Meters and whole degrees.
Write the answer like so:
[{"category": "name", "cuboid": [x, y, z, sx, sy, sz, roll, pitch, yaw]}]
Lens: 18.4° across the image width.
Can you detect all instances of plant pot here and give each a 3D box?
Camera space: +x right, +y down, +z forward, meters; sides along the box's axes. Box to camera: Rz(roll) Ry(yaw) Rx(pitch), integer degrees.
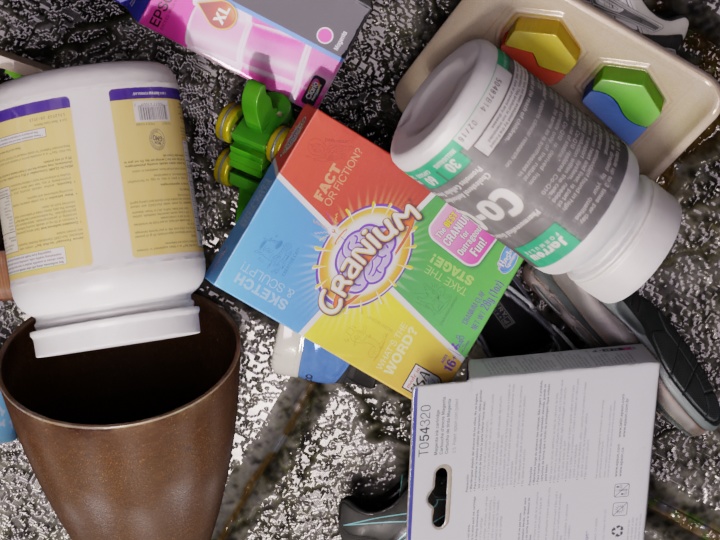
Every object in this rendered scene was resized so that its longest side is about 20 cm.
[{"category": "plant pot", "cuboid": [-0.177, 0.145, 1.734, 0.186, 0.187, 0.200, -4, 123, 1]}]

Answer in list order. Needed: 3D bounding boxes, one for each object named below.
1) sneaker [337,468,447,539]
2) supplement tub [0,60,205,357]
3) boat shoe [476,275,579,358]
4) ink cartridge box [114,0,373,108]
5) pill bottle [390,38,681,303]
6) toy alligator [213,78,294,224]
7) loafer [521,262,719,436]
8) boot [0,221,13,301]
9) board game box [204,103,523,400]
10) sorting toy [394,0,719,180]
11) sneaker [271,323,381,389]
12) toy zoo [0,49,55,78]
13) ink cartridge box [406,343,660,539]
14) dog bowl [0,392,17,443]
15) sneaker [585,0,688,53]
[{"category": "sneaker", "cuboid": [0.077, 0.192, 1.788, 0.200, 0.075, 0.079, -20, 95, -1]}, {"category": "supplement tub", "cuboid": [-0.192, -0.044, 1.628, 0.145, 0.145, 0.201, -8, 88, 3]}, {"category": "boat shoe", "cuboid": [0.141, 0.073, 1.752, 0.072, 0.068, 0.200, -34, 104, 10]}, {"category": "ink cartridge box", "cuboid": [-0.099, -0.207, 1.682, 0.200, 0.037, 0.095, 27, 106, -6]}, {"category": "pill bottle", "cuboid": [0.131, -0.069, 1.619, 0.200, 0.113, 0.113, 35, 105, -17]}, {"category": "toy alligator", "cuboid": [-0.075, -0.072, 1.714, 0.059, 0.054, 0.200, 24, 133, 22]}, {"category": "loafer", "cuboid": [0.207, 0.054, 1.756, 0.063, 0.072, 0.200, -33, 99, 29]}, {"category": "boot", "cuboid": [-0.364, -0.050, 1.700, 0.199, 0.064, 0.187, -4, 105, 7]}, {"category": "board game box", "cuboid": [0.007, -0.008, 1.661, 0.200, 0.040, 0.153, 30, 90, -17]}, {"category": "sorting toy", "cuboid": [0.143, -0.126, 1.661, 0.200, 0.037, 0.185, 32, 138, -8]}, {"category": "sneaker", "cuboid": [0.000, 0.000, 1.723, 0.111, 0.077, 0.200, 11, 112, 2]}, {"category": "toy zoo", "cuboid": [-0.266, -0.063, 1.734, 0.131, 0.020, 0.200, 18, 107, -6]}, {"category": "ink cartridge box", "cuboid": [0.126, 0.159, 1.710, 0.199, 0.043, 0.197, -3, 114, -14]}, {"category": "dog bowl", "cuboid": [-0.364, 0.089, 1.740, 0.200, 0.111, 0.050, 11, 94, -4]}, {"category": "sneaker", "cuboid": [0.161, -0.219, 1.666, 0.200, 0.076, 0.088, 40, 92, -19]}]
